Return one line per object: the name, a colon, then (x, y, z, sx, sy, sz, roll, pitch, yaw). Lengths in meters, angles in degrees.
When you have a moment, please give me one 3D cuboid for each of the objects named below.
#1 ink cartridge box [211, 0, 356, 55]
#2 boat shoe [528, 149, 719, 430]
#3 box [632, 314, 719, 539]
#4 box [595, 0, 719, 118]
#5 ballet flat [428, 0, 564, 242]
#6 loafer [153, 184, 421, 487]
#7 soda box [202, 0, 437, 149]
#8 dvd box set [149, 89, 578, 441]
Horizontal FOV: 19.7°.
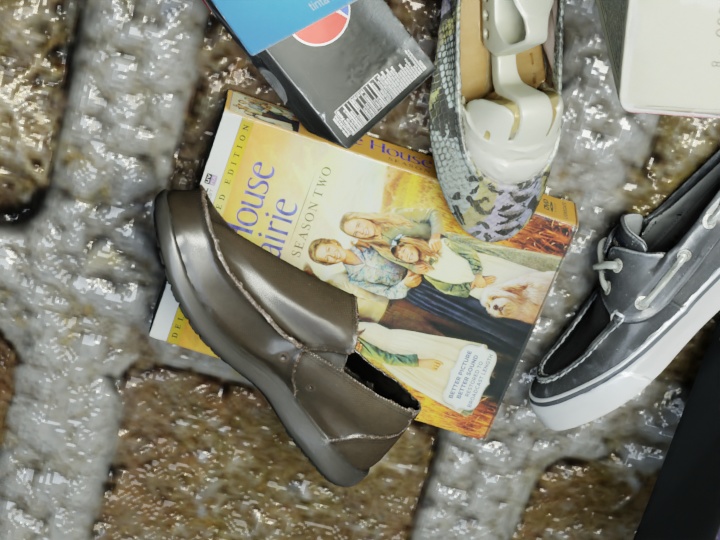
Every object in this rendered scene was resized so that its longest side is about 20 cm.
ink cartridge box: (-0.046, -0.222, 0.909, 0.083, 0.145, 0.201, -21, 112, 42)
boat shoe: (0.154, 0.001, 1.090, 0.068, 0.072, 0.200, 41, 109, -20)
box: (0.237, 0.107, 1.068, 0.141, 0.201, 0.079, 38, 148, -19)
box: (0.166, -0.164, 0.930, 0.108, 0.200, 0.129, 3, 118, 0)
ballet flat: (0.071, -0.104, 1.020, 0.071, 0.072, 0.202, -1, 108, 2)
loafer: (-0.036, 0.024, 1.079, 0.071, 0.073, 0.200, -32, 122, 11)
soda box: (-0.053, -0.156, 1.008, 0.063, 0.071, 0.200, -42, 111, -6)
dvd box set: (0.000, 0.000, 1.118, 0.198, 0.029, 0.147, 18, 117, -8)
